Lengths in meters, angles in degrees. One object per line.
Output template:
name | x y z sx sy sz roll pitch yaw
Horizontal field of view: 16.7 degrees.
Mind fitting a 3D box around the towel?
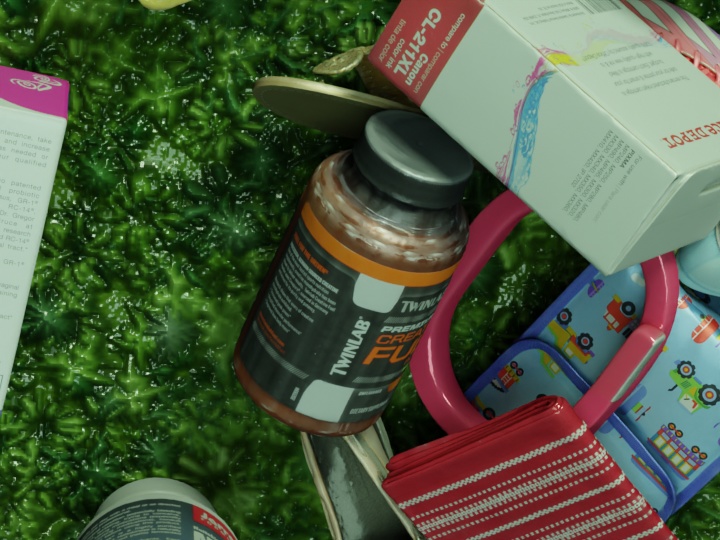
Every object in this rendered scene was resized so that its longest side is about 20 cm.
towel | 0.123 0.170 1.549 0.144 0.023 0.200 -25 117 31

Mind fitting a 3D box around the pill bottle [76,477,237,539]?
pill bottle | -0.128 0.210 1.543 0.119 0.200 0.120 -2 109 -5

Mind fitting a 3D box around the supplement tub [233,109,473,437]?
supplement tub | 0.000 0.000 1.506 0.107 0.107 0.200 18 125 -11

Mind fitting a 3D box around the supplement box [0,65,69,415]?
supplement box | -0.249 -0.023 1.505 0.103 0.101 0.200 11 108 -9

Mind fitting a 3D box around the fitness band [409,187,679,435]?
fitness band | 0.113 0.030 1.527 0.144 0.037 0.200 45 119 16

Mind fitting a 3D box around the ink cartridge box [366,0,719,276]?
ink cartridge box | 0.126 -0.099 1.439 0.200 0.146 0.083 44 119 18

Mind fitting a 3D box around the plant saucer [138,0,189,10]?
plant saucer | -0.068 -0.279 1.436 0.200 0.048 0.200 -19 100 14

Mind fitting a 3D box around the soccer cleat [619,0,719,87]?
soccer cleat | 0.218 -0.114 1.529 0.200 0.076 0.067 26 105 -13

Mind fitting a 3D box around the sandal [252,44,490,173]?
sandal | 0.036 -0.115 1.530 0.211 0.078 0.070 15 76 -17

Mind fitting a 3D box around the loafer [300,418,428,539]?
loafer | 0.008 0.171 1.581 0.072 0.063 0.200 -26 87 15

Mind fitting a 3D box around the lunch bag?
lunch bag | 0.161 0.089 1.579 0.151 0.094 0.200 45 111 5

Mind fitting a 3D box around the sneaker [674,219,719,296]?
sneaker | 0.278 -0.015 1.561 0.200 0.082 0.074 5 69 -38
